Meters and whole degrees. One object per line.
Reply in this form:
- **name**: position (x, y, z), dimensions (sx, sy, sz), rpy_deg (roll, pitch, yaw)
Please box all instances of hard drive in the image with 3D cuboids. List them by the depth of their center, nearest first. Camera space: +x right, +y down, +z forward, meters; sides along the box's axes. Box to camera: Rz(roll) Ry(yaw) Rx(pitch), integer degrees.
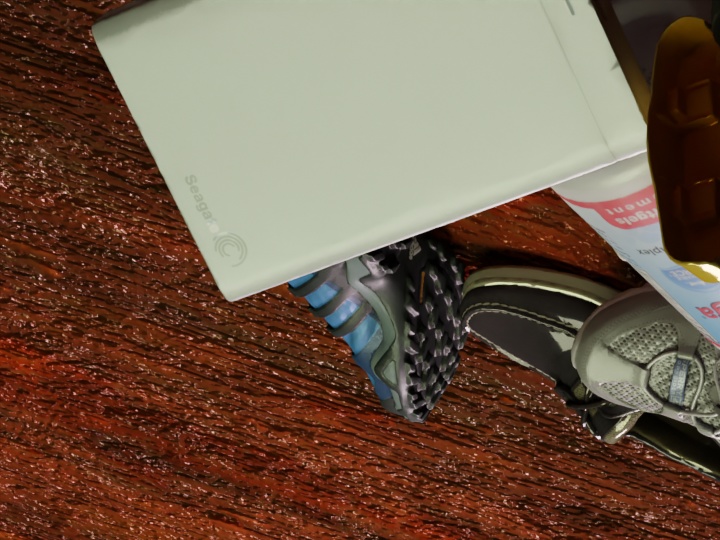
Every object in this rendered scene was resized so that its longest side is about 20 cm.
- **hard drive**: position (0.006, -0.078, 1.126), dimensions (0.200, 0.026, 0.132), rpy_deg (-20, 105, 23)

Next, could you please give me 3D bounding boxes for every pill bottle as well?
- **pill bottle**: position (0.168, -0.027, 1.207), dimensions (0.109, 0.109, 0.200), rpy_deg (-6, 143, 46)

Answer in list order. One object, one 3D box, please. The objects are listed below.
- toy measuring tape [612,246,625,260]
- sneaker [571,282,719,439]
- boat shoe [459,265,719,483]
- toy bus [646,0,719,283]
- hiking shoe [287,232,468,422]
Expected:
- **toy measuring tape**: position (0.033, -0.041, 1.209), dimensions (0.200, 0.074, 0.074), rpy_deg (33, 153, -30)
- **sneaker**: position (0.198, 0.057, 1.359), dimensions (0.200, 0.082, 0.075), rpy_deg (8, 123, 15)
- **boat shoe**: position (0.141, 0.060, 1.450), dimensions (0.200, 0.065, 0.072), rpy_deg (24, 154, -5)
- **toy bus**: position (0.236, -0.044, 1.073), dimensions (0.200, 0.136, 0.192), rpy_deg (-18, 146, 30)
- **hiking shoe**: position (0.000, 0.000, 1.460), dimensions (0.087, 0.074, 0.200), rpy_deg (17, 145, 29)
